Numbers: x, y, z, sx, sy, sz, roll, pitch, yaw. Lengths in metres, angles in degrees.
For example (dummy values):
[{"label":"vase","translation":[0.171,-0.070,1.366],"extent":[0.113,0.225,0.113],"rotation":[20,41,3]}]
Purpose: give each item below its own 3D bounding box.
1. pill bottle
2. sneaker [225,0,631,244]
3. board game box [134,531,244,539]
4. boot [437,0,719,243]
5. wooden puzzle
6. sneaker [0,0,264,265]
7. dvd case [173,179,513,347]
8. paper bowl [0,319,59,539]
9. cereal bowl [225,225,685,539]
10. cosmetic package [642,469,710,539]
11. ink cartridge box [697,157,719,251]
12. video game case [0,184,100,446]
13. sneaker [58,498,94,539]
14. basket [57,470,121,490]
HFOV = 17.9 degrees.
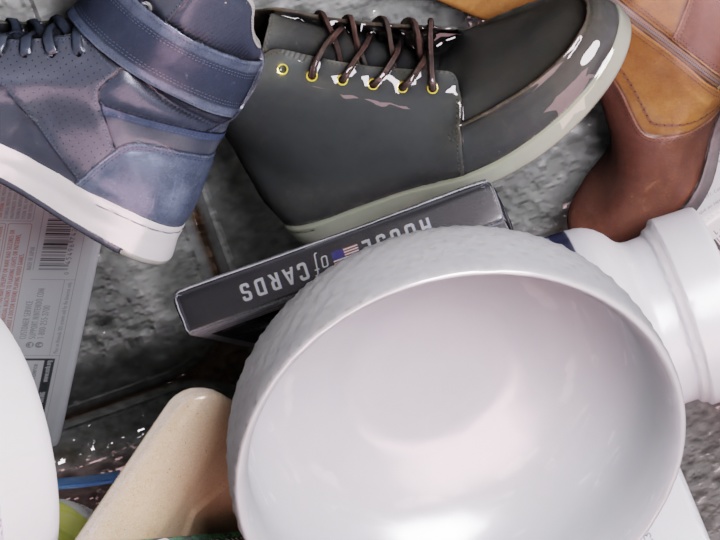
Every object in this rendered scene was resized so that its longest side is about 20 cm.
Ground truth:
[{"label":"pill bottle","translation":[0.084,0.047,1.111],"extent":[0.199,0.116,0.116],"rotation":[-20,135,1]},{"label":"sneaker","translation":[0.018,-0.089,1.037],"extent":[0.199,0.075,0.106],"rotation":[-27,125,25]},{"label":"board game box","translation":[-0.062,0.169,1.062],"extent":[0.200,0.023,0.105],"rotation":[4,111,-57]},{"label":"boot","translation":[0.100,-0.102,1.093],"extent":[0.199,0.069,0.188],"rotation":[21,131,-28]},{"label":"wooden puzzle","translation":[-0.090,0.155,1.073],"extent":[0.186,0.046,0.200],"rotation":[-56,149,-6]},{"label":"sneaker","translation":[-0.138,-0.110,0.987],"extent":[0.202,0.077,0.147],"rotation":[26,108,-16]},{"label":"dvd case","translation":[0.000,0.000,1.088],"extent":[0.150,0.025,0.200],"rotation":[-20,174,5]},{"label":"paper bowl","translation":[-0.205,0.089,1.031],"extent":[0.104,0.201,0.201],"rotation":[-12,135,-26]},{"label":"cereal bowl","translation":[0.036,0.062,0.996],"extent":[0.199,0.083,0.201],"rotation":[-6,122,-10]},{"label":"cosmetic package","translation":[0.127,0.181,1.226],"extent":[0.122,0.200,0.200],"rotation":[-21,158,1]},{"label":"ink cartridge box","translation":[0.256,-0.017,1.240],"extent":[0.200,0.045,0.176],"rotation":[-34,133,13]},{"label":"video game case","translation":[-0.222,0.012,1.111],"extent":[0.181,0.023,0.201],"rotation":[0,132,-20]},{"label":"sneaker","translation":[-0.220,0.158,1.139],"extent":[0.199,0.105,0.076],"rotation":[0,138,27]},{"label":"basket","translation":[-0.087,0.185,1.213],"extent":[0.199,0.139,0.177],"rotation":[-12,102,-5]}]
